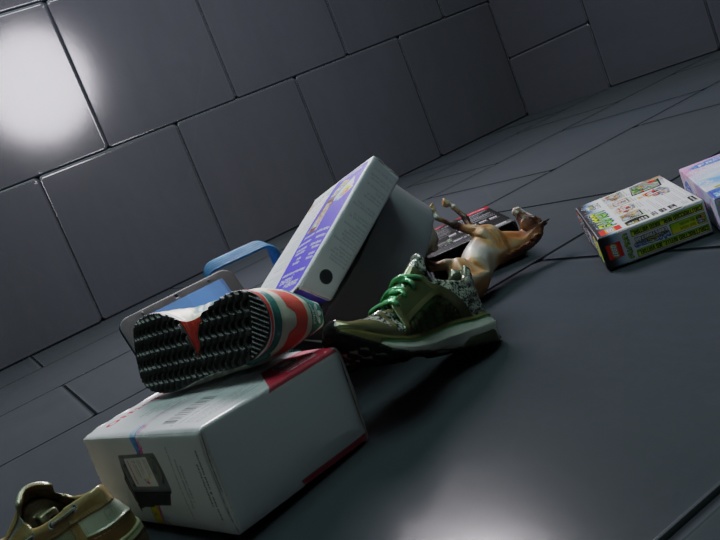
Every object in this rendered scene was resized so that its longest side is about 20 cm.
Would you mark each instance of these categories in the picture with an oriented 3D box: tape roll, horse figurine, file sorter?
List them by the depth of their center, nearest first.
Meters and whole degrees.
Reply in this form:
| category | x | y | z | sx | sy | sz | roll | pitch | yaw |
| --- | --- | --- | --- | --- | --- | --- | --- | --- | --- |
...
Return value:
| category | x | y | z | sx | sy | sz | roll | pitch | yaw |
| --- | --- | --- | --- | --- | --- | --- | --- | --- | --- |
| tape roll | 0.000 | 0.000 | 0.890 | 0.202 | 0.065 | 0.201 | -56 | 15 | 22 |
| horse figurine | 0.118 | -0.017 | 0.926 | 0.200 | 0.131 | 0.050 | -49 | -20 | -36 |
| file sorter | -0.188 | 0.028 | 1.365 | 0.136 | 0.125 | 0.200 | -24 | 8 | -10 |

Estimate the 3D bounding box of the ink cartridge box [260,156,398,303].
| category | x | y | z | sx | sy | sz | roll | pitch | yaw |
| --- | --- | --- | --- | --- | --- | --- | --- | --- | --- |
| ink cartridge box | -0.055 | -0.007 | 0.845 | 0.202 | 0.043 | 0.198 | -58 | 13 | -18 |

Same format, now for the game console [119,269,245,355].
| category | x | y | z | sx | sy | sz | roll | pitch | yaw |
| --- | --- | --- | --- | --- | --- | --- | --- | --- | --- |
| game console | -0.213 | 0.081 | 1.136 | 0.198 | 0.120 | 0.169 | -29 | 11 | -32 |

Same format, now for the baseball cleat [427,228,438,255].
| category | x | y | z | sx | sy | sz | roll | pitch | yaw |
| --- | --- | --- | --- | --- | --- | --- | --- | --- | --- |
| baseball cleat | 0.011 | -0.017 | 1.036 | 0.199 | 0.107 | 0.070 | -37 | -3 | 27 |

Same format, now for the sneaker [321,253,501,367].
| category | x | y | z | sx | sy | sz | roll | pitch | yaw |
| --- | --- | --- | --- | --- | --- | --- | --- | --- | --- |
| sneaker | 0.040 | 0.033 | 0.705 | 0.197 | 0.091 | 0.076 | -1 | -15 | -45 |

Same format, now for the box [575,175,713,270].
| category | x | y | z | sx | sy | sz | roll | pitch | yaw |
| --- | --- | --- | --- | --- | --- | --- | --- | --- | --- |
| box | 0.303 | -0.057 | 0.885 | 0.108 | 0.035 | 0.200 | -22 | 9 | 14 |

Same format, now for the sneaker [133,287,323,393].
| category | x | y | z | sx | sy | sz | roll | pitch | yaw |
| --- | --- | --- | --- | --- | --- | --- | --- | --- | --- |
| sneaker | -0.114 | 0.059 | 0.691 | 0.197 | 0.072 | 0.092 | -18 | -11 | 41 |

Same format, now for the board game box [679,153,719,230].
| category | x | y | z | sx | sy | sz | roll | pitch | yaw |
| --- | --- | --- | --- | --- | --- | --- | --- | --- | --- |
| board game box | 0.437 | -0.106 | 0.805 | 0.196 | 0.042 | 0.200 | -21 | 9 | 16 |

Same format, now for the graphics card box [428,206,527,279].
| category | x | y | z | sx | sy | sz | roll | pitch | yaw |
| --- | --- | --- | --- | --- | --- | --- | --- | --- | --- |
| graphics card box | 0.145 | -0.034 | 1.106 | 0.123 | 0.052 | 0.200 | -24 | 8 | 2 |

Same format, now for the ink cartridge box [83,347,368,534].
| category | x | y | z | sx | sy | sz | roll | pitch | yaw |
| --- | --- | --- | --- | --- | --- | --- | --- | --- | --- |
| ink cartridge box | -0.113 | 0.136 | 0.664 | 0.146 | 0.087 | 0.198 | -28 | 8 | -41 |

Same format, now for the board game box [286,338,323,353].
| category | x | y | z | sx | sy | sz | roll | pitch | yaw |
| --- | --- | --- | --- | --- | --- | --- | --- | --- | --- |
| board game box | -0.125 | 0.088 | 0.853 | 0.132 | 0.029 | 0.200 | 8 | -11 | -15 |

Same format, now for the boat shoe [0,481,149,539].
| category | x | y | z | sx | sy | sz | roll | pitch | yaw |
| --- | --- | --- | --- | --- | --- | --- | --- | --- | --- |
| boat shoe | -0.246 | 0.203 | 0.638 | 0.197 | 0.077 | 0.072 | -22 | 10 | 32 |
